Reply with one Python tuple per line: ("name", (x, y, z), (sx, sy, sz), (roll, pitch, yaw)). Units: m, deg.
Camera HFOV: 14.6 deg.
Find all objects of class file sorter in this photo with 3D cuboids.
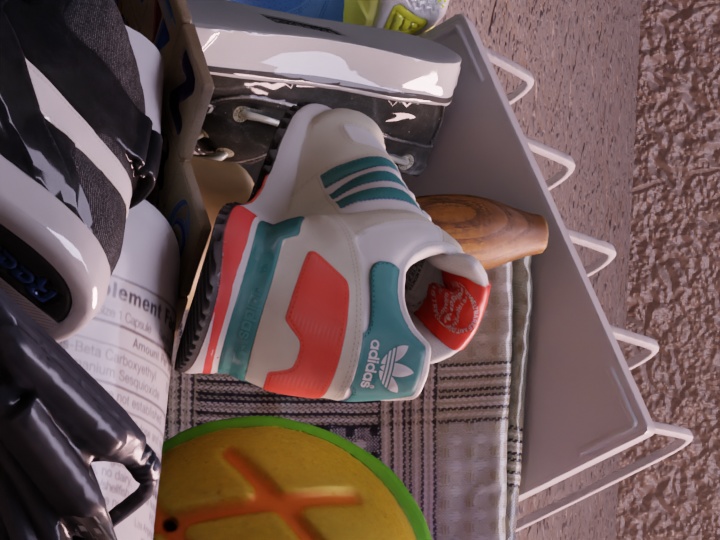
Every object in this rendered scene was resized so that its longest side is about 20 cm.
("file sorter", (0.045, 0.016, 1.258), (0.124, 0.138, 0.201), (18, 47, -67))

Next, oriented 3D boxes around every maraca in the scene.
("maraca", (-0.048, 0.146, 0.969), (0.107, 0.137, 0.201), (82, 27, -72))

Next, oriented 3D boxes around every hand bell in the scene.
("hand bell", (-0.019, -0.015, 1.122), (0.104, 0.199, 0.105), (-179, -90, -67))

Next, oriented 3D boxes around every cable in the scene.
("cable", (-0.154, 0.063, 0.783), (0.163, 0.051, 0.200), (-51, 127, -11))

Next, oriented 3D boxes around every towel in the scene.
("towel", (-0.027, 0.063, 1.168), (0.035, 0.192, 0.201), (58, 34, -82))

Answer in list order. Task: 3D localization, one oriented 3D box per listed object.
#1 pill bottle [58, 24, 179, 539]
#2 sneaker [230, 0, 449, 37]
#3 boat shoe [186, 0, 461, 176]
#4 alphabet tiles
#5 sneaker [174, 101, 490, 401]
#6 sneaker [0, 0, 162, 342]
("pill bottle", (-0.118, 0.020, 0.924), (0.114, 0.114, 0.201), (56, 37, -69))
("sneaker", (-0.026, -0.167, 1.285), (0.076, 0.105, 0.200), (34, 32, -38))
("boat shoe", (-0.049, -0.073, 1.144), (0.071, 0.199, 0.064), (36, -66, 56))
("alphabet tiles", (-0.090, -0.025, 1.026), (0.167, 0.006, 0.200), (-111, -149, -41))
("sneaker", (0.000, 0.000, 0.990), (0.200, 0.093, 0.071), (-60, 168, -70))
("sneaker", (-0.137, -0.079, 0.825), (0.200, 0.073, 0.112), (51, 36, -29))
